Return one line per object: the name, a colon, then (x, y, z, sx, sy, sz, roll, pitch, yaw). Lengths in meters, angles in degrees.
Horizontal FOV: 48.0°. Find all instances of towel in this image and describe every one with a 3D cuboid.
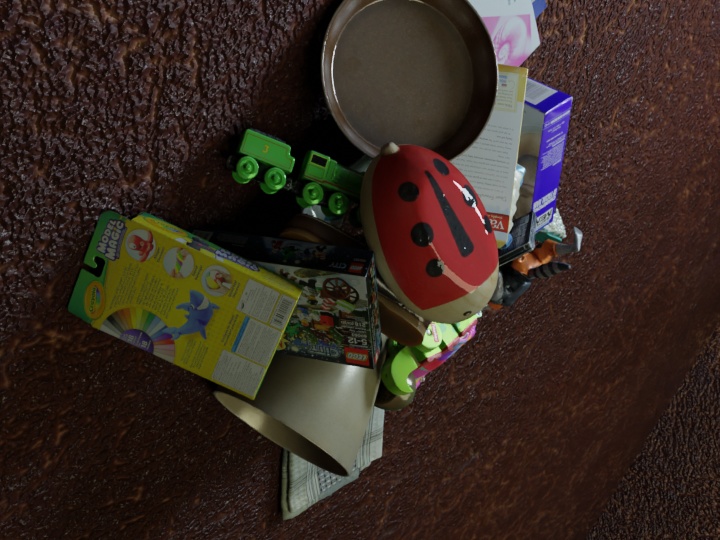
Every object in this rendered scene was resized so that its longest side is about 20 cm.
towel: (-0.038, 0.271, 1.221, 0.191, 0.034, 0.202, -26, 137, -36)

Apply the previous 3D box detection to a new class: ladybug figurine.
ladybug figurine: (0.076, -0.037, 0.807, 0.135, 0.072, 0.201, -40, 108, -23)

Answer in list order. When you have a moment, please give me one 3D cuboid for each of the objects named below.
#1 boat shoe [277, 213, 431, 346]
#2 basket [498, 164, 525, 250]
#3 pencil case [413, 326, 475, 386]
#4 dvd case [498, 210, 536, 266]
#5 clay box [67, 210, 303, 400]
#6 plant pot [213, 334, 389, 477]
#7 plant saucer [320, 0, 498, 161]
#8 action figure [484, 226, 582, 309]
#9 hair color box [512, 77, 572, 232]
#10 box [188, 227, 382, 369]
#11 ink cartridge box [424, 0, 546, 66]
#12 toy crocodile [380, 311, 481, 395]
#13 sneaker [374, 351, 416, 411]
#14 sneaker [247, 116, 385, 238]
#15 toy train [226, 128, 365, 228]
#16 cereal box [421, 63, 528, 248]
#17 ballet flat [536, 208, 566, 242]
boat shoe: (0.000, 0.000, 0.861, 0.199, 0.070, 0.071, 39, 56, -24)
basket: (0.103, -0.056, 0.998, 0.138, 0.176, 0.202, 24, 80, -18)
pencil case: (0.087, 0.102, 1.127, 0.088, 0.089, 0.200, -26, 164, -34)
dvd case: (0.138, -0.009, 1.060, 0.198, 0.016, 0.149, -28, -170, 21)
clay box: (-0.167, 0.028, 0.775, 0.116, 0.198, 0.048, -64, -177, 14)
plant pot: (-0.045, 0.112, 0.977, 0.201, 0.185, 0.188, -58, 148, -20)
plant saucer: (0.049, -0.205, 0.846, 0.197, 0.034, 0.204, 0, 91, -18)
action figure: (0.223, 0.005, 1.237, 0.198, 0.106, 0.194, -13, 156, -38)
hair color box: (0.215, -0.156, 1.104, 0.064, 0.109, 0.202, -32, 139, -28)
box: (-0.079, 0.030, 0.838, 0.038, 0.197, 0.138, -68, 160, -44)
ink cartridge box: (0.160, -0.317, 0.965, 0.200, 0.043, 0.197, -47, 144, -9)
toy crocodile: (0.095, 0.075, 0.978, 0.199, 0.062, 0.067, -35, 178, -39)
sneaker: (0.039, 0.149, 1.061, 0.089, 0.200, 0.068, 28, 80, -23)
sneaker: (-0.037, -0.090, 0.902, 0.200, 0.070, 0.094, -48, 153, -7)
toy train: (-0.038, -0.089, 0.825, 0.198, 0.042, 0.057, 20, 82, -16)
cereal box: (0.103, -0.135, 0.899, 0.040, 0.142, 0.203, 100, -1, -81)
ballet flat: (0.266, -0.087, 1.276, 0.199, 0.071, 0.072, 12, 110, -55)
